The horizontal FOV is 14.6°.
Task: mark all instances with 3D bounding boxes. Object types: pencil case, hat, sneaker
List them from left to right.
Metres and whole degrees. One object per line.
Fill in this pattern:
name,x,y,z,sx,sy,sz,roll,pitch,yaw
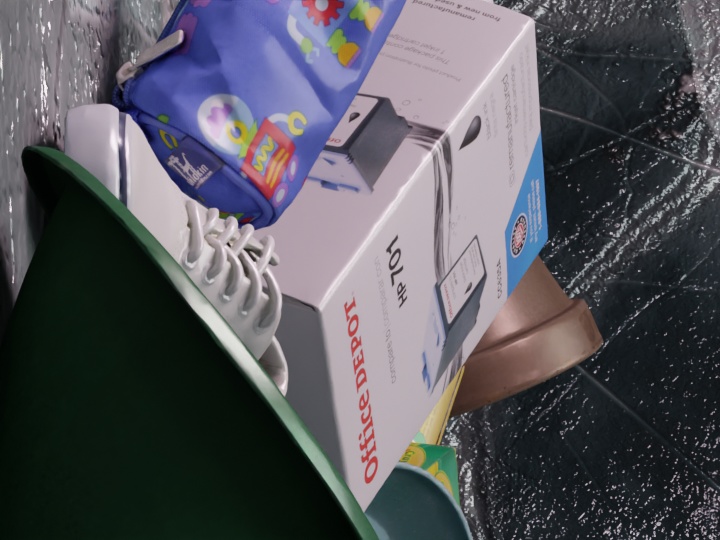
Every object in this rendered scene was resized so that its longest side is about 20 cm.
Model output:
hat,-0.101,0.091,0.801,0.200,0.176,0.166,47,-12,25
sneaker,-0.064,-0.002,1.000,0.200,0.070,0.073,77,11,-67
pencil case,-0.027,-0.114,1.097,0.078,0.087,0.201,6,-116,58

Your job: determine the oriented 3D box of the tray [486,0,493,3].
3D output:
tray,-0.002,-0.194,1.424,0.199,0.022,0.108,17,62,-37

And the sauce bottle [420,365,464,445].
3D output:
sauce bottle,0.026,0.053,1.567,0.065,0.064,0.201,80,27,-58

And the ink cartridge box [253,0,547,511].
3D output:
ink cartridge box,0.002,-0.010,1.255,0.200,0.086,0.147,-55,152,-36

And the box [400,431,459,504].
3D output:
box,0.002,0.167,1.432,0.200,0.048,0.118,-37,127,-57

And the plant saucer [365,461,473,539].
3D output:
plant saucer,-0.011,0.186,1.325,0.200,0.036,0.201,-18,112,-52

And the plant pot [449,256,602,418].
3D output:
plant pot,0.083,0.019,2.363,0.200,0.199,0.175,-58,128,-83
